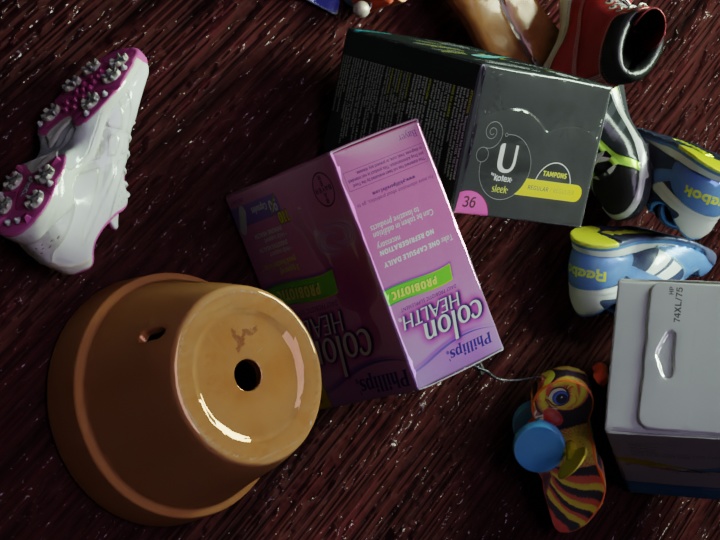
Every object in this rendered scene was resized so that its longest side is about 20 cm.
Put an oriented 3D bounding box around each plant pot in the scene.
[{"bbox_3d":[-0.124,0.092,1.465,0.199,0.140,0.202,10,74,-35],"label":"plant pot"}]

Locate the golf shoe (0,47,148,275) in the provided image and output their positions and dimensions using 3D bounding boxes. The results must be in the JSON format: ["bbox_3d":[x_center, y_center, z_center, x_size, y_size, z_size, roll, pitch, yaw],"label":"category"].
[{"bbox_3d":[-0.215,-0.086,1.494,0.092,0.075,0.201,50,55,-36],"label":"golf shoe"}]

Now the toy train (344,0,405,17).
[{"bbox_3d":[0.072,-0.297,1.678,0.055,0.199,0.151,32,59,-28],"label":"toy train"}]

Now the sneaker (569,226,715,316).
[{"bbox_3d":[0.268,0.002,1.832,0.199,0.074,0.083,-1,101,-43],"label":"sneaker"}]

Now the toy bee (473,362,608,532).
[{"bbox_3d":[0.183,0.136,1.698,0.200,0.108,0.131,56,16,-36],"label":"toy bee"}]

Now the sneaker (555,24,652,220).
[{"bbox_3d":[0.214,-0.139,1.814,0.082,0.072,0.201,-2,68,-35],"label":"sneaker"}]

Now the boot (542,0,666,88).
[{"bbox_3d":[0.241,-0.236,1.722,0.072,0.144,0.201,32,59,-19],"label":"boot"}]

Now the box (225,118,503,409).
[{"bbox_3d":[0.000,0.000,1.557,0.096,0.176,0.201,-24,94,-33],"label":"box"}]

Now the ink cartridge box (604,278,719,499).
[{"bbox_3d":[0.310,0.112,1.735,0.200,0.145,0.148,57,38,-64],"label":"ink cartridge box"}]

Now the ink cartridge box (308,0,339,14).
[{"bbox_3d":[-0.078,-0.353,1.677,0.199,0.040,0.201,19,67,-34],"label":"ink cartridge box"}]

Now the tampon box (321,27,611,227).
[{"bbox_3d":[0.087,-0.124,1.624,0.149,0.200,0.127,4,102,-36],"label":"tampon box"}]

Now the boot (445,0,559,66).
[{"bbox_3d":[0.152,-0.276,1.784,0.188,0.068,0.201,-30,81,-38],"label":"boot"}]

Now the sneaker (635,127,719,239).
[{"bbox_3d":[0.297,-0.088,1.829,0.073,0.200,0.083,13,102,-15],"label":"sneaker"}]
